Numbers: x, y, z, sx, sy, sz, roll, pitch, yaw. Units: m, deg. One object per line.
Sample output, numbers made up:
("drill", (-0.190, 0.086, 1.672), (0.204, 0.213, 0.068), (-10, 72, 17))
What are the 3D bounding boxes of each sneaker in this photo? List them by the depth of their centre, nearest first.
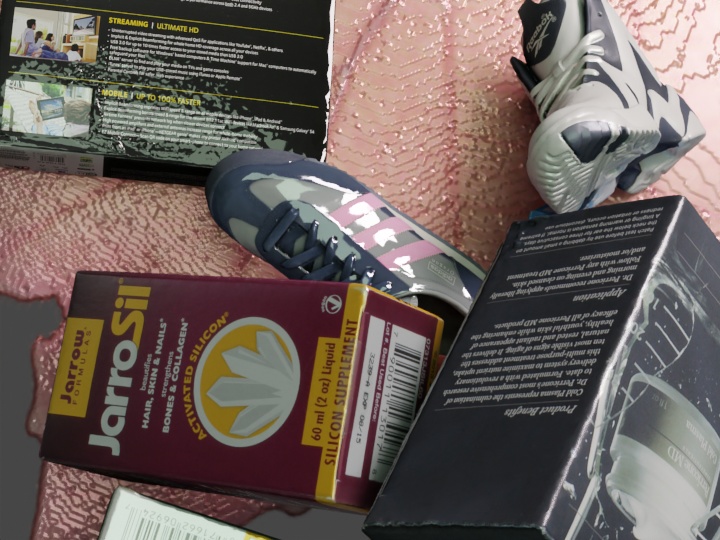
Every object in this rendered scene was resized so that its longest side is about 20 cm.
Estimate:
("sneaker", (0.000, 0.000, 0.946), (0.199, 0.082, 0.070), (27, 118, -14))
("sneaker", (0.122, -0.109, 0.972), (0.130, 0.080, 0.199), (52, 33, 14))

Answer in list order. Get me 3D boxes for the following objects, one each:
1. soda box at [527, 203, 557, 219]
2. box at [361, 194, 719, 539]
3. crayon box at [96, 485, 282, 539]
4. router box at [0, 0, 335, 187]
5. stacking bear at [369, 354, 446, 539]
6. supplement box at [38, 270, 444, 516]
("soda box", (0.189, 0.021, 0.966), (0.198, 0.064, 0.069), (17, 101, 14))
("box", (0.134, 0.105, 0.828), (0.200, 0.123, 0.198), (47, 57, -28))
("crayon box", (-0.101, 0.229, 0.862), (0.125, 0.052, 0.202), (19, 77, -6))
("router box", (-0.115, -0.129, 0.984), (0.198, 0.051, 0.151), (6, 78, -9))
("stacking bear", (0.047, 0.162, 0.898), (0.121, 0.113, 0.202), (45, 56, -45))
("supplement box", (-0.065, 0.065, 0.890), (0.198, 0.085, 0.112), (3, 78, 33))
